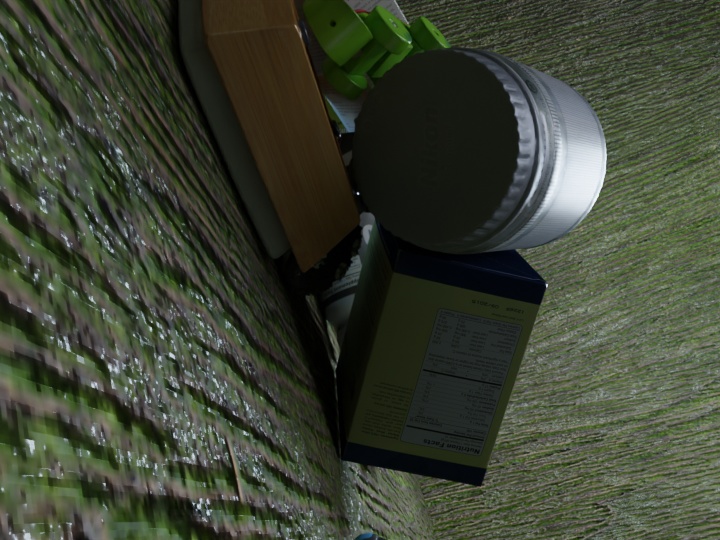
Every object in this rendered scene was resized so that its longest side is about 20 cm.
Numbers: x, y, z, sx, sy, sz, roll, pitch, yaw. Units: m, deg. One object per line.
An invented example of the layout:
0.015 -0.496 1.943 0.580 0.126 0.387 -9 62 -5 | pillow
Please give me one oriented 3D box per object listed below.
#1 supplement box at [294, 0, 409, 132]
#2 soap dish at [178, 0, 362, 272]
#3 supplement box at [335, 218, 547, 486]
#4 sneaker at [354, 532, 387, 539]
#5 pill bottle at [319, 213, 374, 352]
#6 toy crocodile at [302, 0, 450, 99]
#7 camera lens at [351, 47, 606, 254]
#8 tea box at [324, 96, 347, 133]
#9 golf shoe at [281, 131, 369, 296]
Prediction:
0.005 -0.207 0.757 0.200 0.073 0.126 55 -13 -24 | supplement box
-0.064 -0.124 0.563 0.158 0.081 0.201 -105 176 -48 | soap dish
0.064 0.062 0.736 0.200 0.133 0.201 -101 -155 -73 | supplement box
0.044 0.254 0.451 0.073 0.081 0.201 57 16 -78 | sneaker
0.000 0.000 0.917 0.114 0.113 0.201 67 6 -76 | pill bottle
0.017 -0.184 0.617 0.062 0.067 0.200 55 28 9 | toy crocodile
0.107 -0.096 0.638 0.199 0.159 0.161 -6 78 -56 | camera lens
-0.049 -0.290 1.061 0.201 0.133 0.198 -105 176 -53 | tea box
-0.034 -0.057 0.698 0.078 0.088 0.200 91 23 -46 | golf shoe
